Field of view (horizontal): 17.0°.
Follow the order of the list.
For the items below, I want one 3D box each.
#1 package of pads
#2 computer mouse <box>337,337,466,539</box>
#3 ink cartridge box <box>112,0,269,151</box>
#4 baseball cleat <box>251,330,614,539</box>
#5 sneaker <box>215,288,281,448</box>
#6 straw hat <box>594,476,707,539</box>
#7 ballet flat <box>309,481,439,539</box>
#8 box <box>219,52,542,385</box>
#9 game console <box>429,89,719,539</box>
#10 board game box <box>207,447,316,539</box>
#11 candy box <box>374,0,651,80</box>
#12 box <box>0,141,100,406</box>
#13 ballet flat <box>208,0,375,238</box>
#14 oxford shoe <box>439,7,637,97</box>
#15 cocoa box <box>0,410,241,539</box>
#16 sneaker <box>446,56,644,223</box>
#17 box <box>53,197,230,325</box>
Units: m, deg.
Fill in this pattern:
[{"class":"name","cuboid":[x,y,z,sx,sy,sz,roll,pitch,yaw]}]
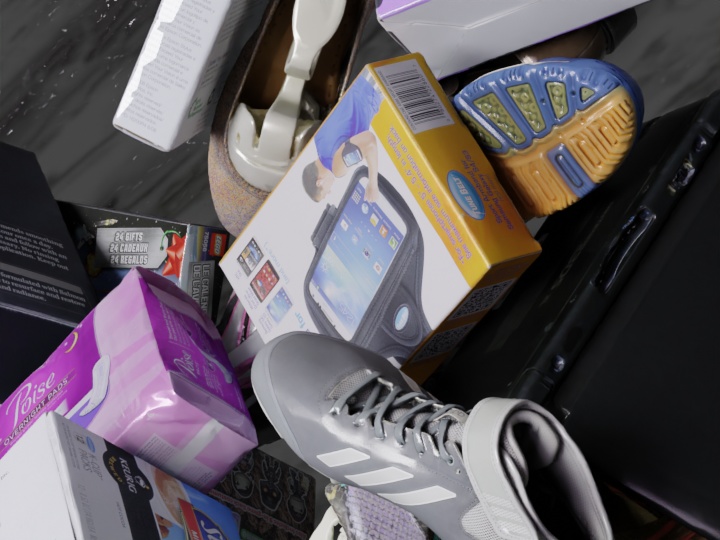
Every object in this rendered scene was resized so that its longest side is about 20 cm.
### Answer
[{"class":"package of pads","cuboid":[-0.150,0.106,1.280,0.200,0.075,0.121,-45,36,16]},{"class":"computer mouse","cuboid":[0.043,0.105,1.256,0.140,0.046,0.202,-25,52,48]},{"class":"ink cartridge box","cuboid":[-0.056,-0.174,1.291,0.043,0.196,0.201,25,105,5]},{"class":"baseball cleat","cuboid":[0.037,0.072,1.060,0.199,0.070,0.107,36,143,18]},{"class":"sneaker","cuboid":[-0.040,0.019,1.340,0.200,0.080,0.087,-42,48,21]},{"class":"straw hat","cuboid":[0.132,0.100,1.155,0.200,0.085,0.202,-19,43,18]},{"class":"ballet flat","cuboid":[-0.002,0.182,1.154,0.072,0.072,0.202,23,118,40]},{"class":"box","cuboid":[0.000,0.000,1.196,0.120,0.041,0.200,59,137,18]},{"class":"game console","cuboid":[0.146,0.028,1.135,0.201,0.116,0.176,-54,14,-23]},{"class":"board game box","cuboid":[-0.114,0.209,1.317,0.159,0.097,0.201,-25,50,37]},{"class":"candy box","cuboid":[0.083,-0.218,1.193,0.167,0.072,0.201,-20,59,21]},{"class":"box","cuboid":[-0.258,0.044,1.404,0.197,0.117,0.200,-58,36,21]},{"class":"ballet flat","cuboid":[-0.036,-0.101,1.250,0.067,0.067,0.202,-88,14,-72]},{"class":"oxford shoe","cuboid":[0.042,-0.138,1.258,0.199,0.073,0.085,25,70,42]},{"class":"cocoa box","cuboid":[-0.156,0.199,1.183,0.200,0.131,0.134,-45,37,17]},{"class":"sneaker","cuboid":[0.078,-0.062,1.190,0.200,0.088,0.076,-29,93,50]},{"class":"box","cuboid":[-0.169,0.028,1.461,0.199,0.040,0.138,11,93,41]}]
